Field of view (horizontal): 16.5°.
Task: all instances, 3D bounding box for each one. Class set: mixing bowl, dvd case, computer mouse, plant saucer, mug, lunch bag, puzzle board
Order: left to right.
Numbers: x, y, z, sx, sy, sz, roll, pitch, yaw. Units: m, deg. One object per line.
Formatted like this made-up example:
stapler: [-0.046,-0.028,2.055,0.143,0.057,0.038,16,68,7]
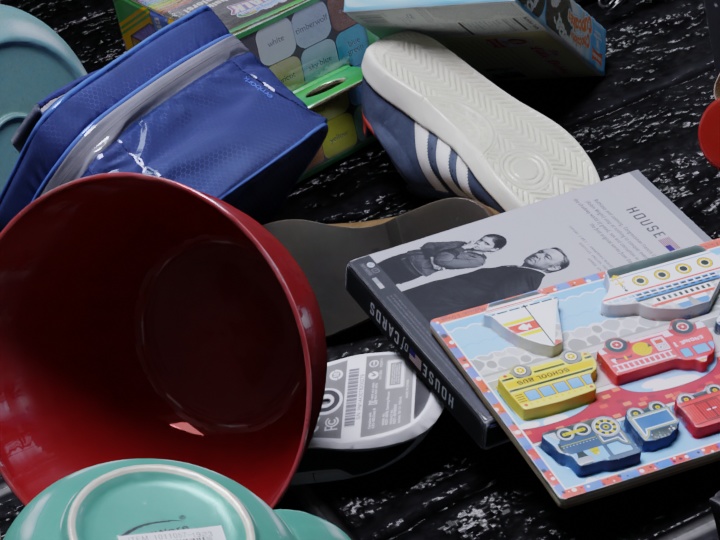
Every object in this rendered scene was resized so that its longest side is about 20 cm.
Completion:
plant saucer: [-0.220,-0.065,1.548,0.027,0.201,0.200,4,34,37]
lunch bag: [-0.134,-0.062,1.517,0.132,0.136,0.200,43,44,8]
mug: [-0.091,0.153,1.162,0.151,0.115,0.185,23,39,15]
mixing bowl: [-0.093,0.043,1.283,0.199,0.202,0.108,0,9,25]
computer mouse: [-0.046,0.092,1.362,0.198,0.044,0.110,-7,41,13]
dvd case: [0.113,0.017,1.374,0.199,0.025,0.150,-17,43,-25]
puzzle board: [0.157,0.045,1.309,0.199,0.017,0.151,-15,43,-21]

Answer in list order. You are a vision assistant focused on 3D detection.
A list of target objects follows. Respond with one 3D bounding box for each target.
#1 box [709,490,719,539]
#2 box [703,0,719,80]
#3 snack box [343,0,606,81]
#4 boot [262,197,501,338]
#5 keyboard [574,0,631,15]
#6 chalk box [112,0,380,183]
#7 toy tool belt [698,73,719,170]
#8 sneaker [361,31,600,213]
box: [0.304,0.110,1.174,0.199,0.050,0.198,-31,32,-24]
box: [0.332,-0.155,1.541,0.199,0.115,0.132,12,38,37]
snack box: [0.079,-0.163,1.625,0.115,0.037,0.200,-1,-10,21]
boot: [0.000,0.000,1.500,0.199,0.074,0.075,-10,-2,20]
keyboard: [0.192,-0.216,1.803,0.199,0.021,0.127,-23,25,-11]
chalk box: [-0.061,-0.137,1.680,0.124,0.125,0.200,-27,33,-22]
toy tool belt: [0.306,-0.065,1.424,0.199,0.126,0.123,11,7,32]
sneaker: [0.074,-0.064,1.558,0.075,0.085,0.200,-24,54,-32]
